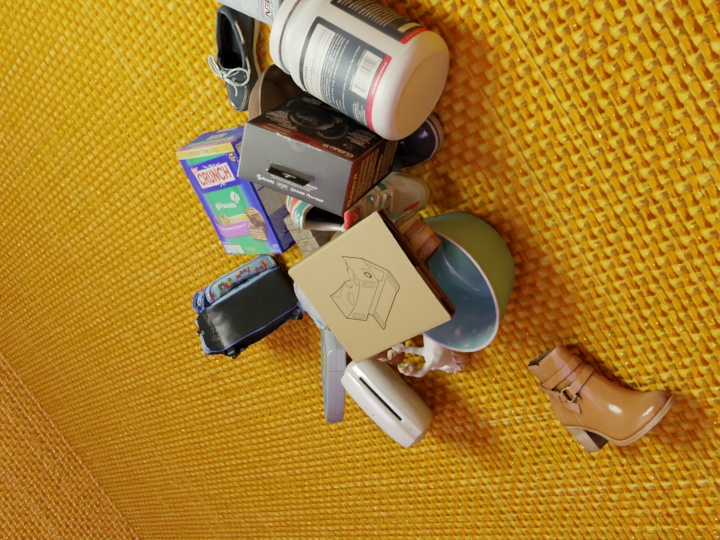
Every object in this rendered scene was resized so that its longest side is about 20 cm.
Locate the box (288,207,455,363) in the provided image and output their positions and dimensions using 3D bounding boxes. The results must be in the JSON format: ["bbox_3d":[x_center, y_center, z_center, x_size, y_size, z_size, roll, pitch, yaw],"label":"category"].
[{"bbox_3d":[0.010,0.025,1.298,0.199,0.021,0.164,-30,100,46],"label":"box"}]

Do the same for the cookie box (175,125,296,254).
[{"bbox_3d":[-0.195,-0.131,1.644,0.170,0.075,0.202,0,121,49],"label":"cookie box"}]

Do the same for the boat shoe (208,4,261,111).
[{"bbox_3d":[-0.185,-0.313,1.474,0.074,0.062,0.201,34,143,18],"label":"boat shoe"}]

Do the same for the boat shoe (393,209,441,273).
[{"bbox_3d":[0.055,0.009,1.315,0.072,0.076,0.201,37,144,14],"label":"boat shoe"}]

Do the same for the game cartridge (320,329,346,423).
[{"bbox_3d":[-0.048,0.166,1.720,0.134,0.040,0.202,-103,11,-44],"label":"game cartridge"}]

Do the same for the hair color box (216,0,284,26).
[{"bbox_3d":[-0.150,-0.398,1.323,0.199,0.099,0.061,30,140,26],"label":"hair color box"}]

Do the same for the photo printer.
[{"bbox_3d":[0.045,0.208,1.612,0.166,0.069,0.200,45,-179,7],"label":"photo printer"}]

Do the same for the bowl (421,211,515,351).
[{"bbox_3d":[0.134,-0.001,1.370,0.199,0.105,0.202,30,141,27],"label":"bowl"}]

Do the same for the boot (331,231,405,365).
[{"bbox_3d":[0.011,0.044,1.554,0.073,0.203,0.154,-16,152,30],"label":"boot"}]

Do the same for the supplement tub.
[{"bbox_3d":[-0.001,-0.266,1.243,0.199,0.140,0.141,34,143,22],"label":"supplement tub"}]

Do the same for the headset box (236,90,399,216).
[{"bbox_3d":[-0.052,-0.149,1.250,0.147,0.200,0.078,20,119,13],"label":"headset box"}]

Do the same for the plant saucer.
[{"bbox_3d":[-0.107,-0.186,1.392,0.034,0.201,0.202,-11,117,21],"label":"plant saucer"}]

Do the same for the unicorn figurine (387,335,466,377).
[{"bbox_3d":[0.108,0.104,1.496,0.074,0.136,0.202,54,141,46],"label":"unicorn figurine"}]

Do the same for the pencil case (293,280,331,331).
[{"bbox_3d":[0.000,0.000,1.435,0.091,0.199,0.083,54,165,-4],"label":"pencil case"}]

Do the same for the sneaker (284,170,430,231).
[{"bbox_3d":[0.001,-0.081,1.315,0.094,0.197,0.071,-108,17,-60],"label":"sneaker"}]

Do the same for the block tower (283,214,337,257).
[{"bbox_3d":[-0.050,-0.020,1.603,0.057,0.054,0.202,-7,116,50],"label":"block tower"}]

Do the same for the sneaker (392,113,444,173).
[{"bbox_3d":[0.026,-0.163,1.366,0.199,0.079,0.079,-9,115,49],"label":"sneaker"}]

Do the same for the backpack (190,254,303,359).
[{"bbox_3d":[-0.217,0.072,1.780,0.136,0.181,0.200,60,157,-2],"label":"backpack"}]

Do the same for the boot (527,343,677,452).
[{"bbox_3d":[0.319,0.160,1.345,0.155,0.073,0.200,53,143,2],"label":"boot"}]
